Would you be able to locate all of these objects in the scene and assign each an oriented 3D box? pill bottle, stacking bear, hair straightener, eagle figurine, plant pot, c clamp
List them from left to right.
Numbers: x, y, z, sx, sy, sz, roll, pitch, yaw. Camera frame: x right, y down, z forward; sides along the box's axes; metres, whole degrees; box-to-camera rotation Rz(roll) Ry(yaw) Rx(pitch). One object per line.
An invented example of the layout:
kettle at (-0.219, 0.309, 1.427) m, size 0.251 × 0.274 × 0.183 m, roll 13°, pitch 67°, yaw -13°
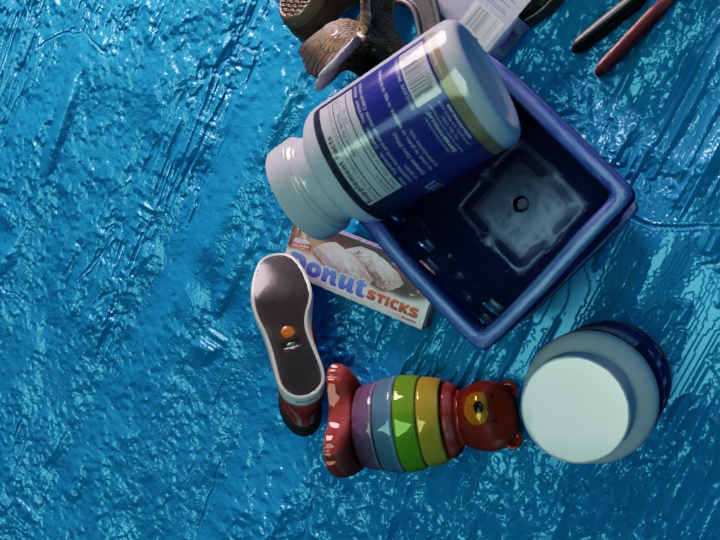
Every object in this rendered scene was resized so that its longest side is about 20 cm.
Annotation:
eagle figurine at (0.012, -0.236, 0.783) m, size 0.152 × 0.151 × 0.200 m, roll -23°, pitch 65°, yaw 1°
c clamp at (0.029, -0.215, 0.888) m, size 0.171 × 0.027 × 0.200 m, roll -5°, pitch 93°, yaw 41°
pill bottle at (0.024, -0.111, 0.674) m, size 0.200 × 0.116 × 0.116 m, roll -28°, pitch 79°, yaw 25°
stacking bear at (0.073, 0.163, 0.861) m, size 0.200 × 0.114 × 0.122 m, roll -7°, pitch 61°, yaw 16°
plant pot at (0.143, -0.064, 0.779) m, size 0.200 × 0.180 × 0.200 m, roll 48°, pitch 110°, yaw 18°
pill bottle at (0.218, 0.112, 0.735) m, size 0.120 × 0.200 × 0.120 m, roll 1°, pitch 92°, yaw 27°
hair straightener at (0.283, -0.290, 0.781) m, size 0.200 × 0.041 × 0.077 m, roll -47°, pitch 72°, yaw 20°

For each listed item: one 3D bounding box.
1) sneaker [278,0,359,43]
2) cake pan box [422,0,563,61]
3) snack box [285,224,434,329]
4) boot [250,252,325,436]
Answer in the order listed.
sneaker at (-0.025, -0.353, 0.925) m, size 0.070 × 0.076 × 0.200 m, roll 27°, pitch 81°, yaw 34°
cake pan box at (0.139, -0.352, 0.847) m, size 0.200 × 0.052 × 0.184 m, roll 46°, pitch 112°, yaw 18°
snack box at (0.000, 0.000, 0.938) m, size 0.200 × 0.024 × 0.072 m, roll 22°, pitch 103°, yaw 24°
boot at (-0.086, 0.091, 0.948) m, size 0.072 × 0.144 × 0.200 m, roll -9°, pitch 60°, yaw -8°
